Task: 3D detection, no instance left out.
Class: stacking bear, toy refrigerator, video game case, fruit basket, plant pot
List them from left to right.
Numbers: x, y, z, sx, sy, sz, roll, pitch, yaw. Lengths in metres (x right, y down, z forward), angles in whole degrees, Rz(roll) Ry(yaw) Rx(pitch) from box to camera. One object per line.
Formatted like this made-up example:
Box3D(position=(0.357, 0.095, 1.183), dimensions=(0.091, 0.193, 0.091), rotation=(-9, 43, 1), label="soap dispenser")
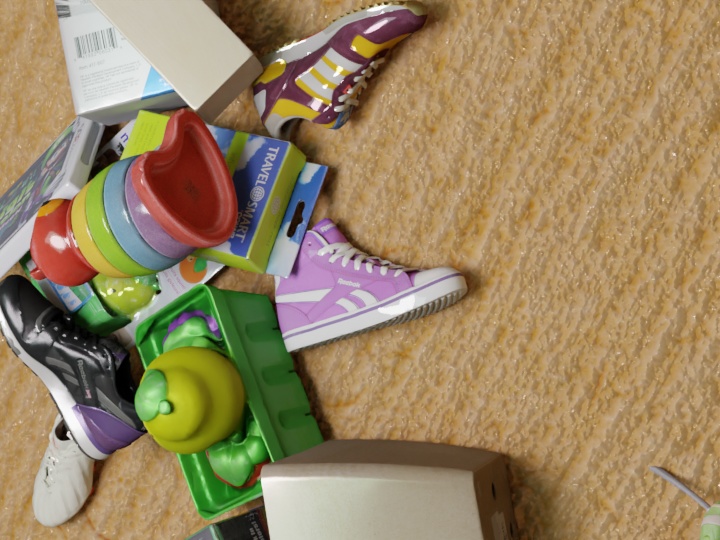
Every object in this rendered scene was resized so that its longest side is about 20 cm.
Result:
Box3D(position=(-0.334, -0.068, 1.472), dimensions=(0.023, 0.183, 0.200), rotation=(38, 116, -22), label="video game case")
Box3D(position=(-0.219, -0.045, 1.314), dimensions=(0.199, 0.122, 0.114), rotation=(-20, 115, 31), label="stacking bear")
Box3D(position=(-0.243, -0.029, 1.458), dimensions=(0.200, 0.094, 0.186), rotation=(-41, 74, 21), label="fruit basket")
Box3D(position=(-0.185, -0.234, 1.335), dimensions=(0.076, 0.070, 0.200), rotation=(-44, 82, 0), label="toy refrigerator")
Box3D(position=(-0.148, 0.123, 1.340), dimensions=(0.155, 0.214, 0.217), rotation=(-30, 78, 43), label="fruit basket")
Box3D(position=(0.042, 0.246, 1.269), dimensions=(0.175, 0.200, 0.202), rotation=(-10, 87, 16), label="plant pot")

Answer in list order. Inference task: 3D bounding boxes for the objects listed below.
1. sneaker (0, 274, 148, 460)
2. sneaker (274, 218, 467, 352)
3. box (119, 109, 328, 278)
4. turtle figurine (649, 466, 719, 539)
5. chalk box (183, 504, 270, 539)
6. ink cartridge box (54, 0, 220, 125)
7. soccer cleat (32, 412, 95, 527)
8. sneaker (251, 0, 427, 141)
Box3D(position=(-0.268, 0.078, 1.400), dimensions=(0.087, 0.076, 0.201), rotation=(-30, 100, 21), label="sneaker")
Box3D(position=(-0.001, 0.000, 1.339), dimensions=(0.199, 0.072, 0.116), rotation=(-16, 82, 28), label="sneaker")
Box3D(position=(-0.142, -0.073, 1.376), dimensions=(0.198, 0.048, 0.123), rotation=(14, 76, 25), label="box")
Box3D(position=(0.292, 0.266, 1.189), dimensions=(0.193, 0.200, 0.145), rotation=(29, 83, 4), label="turtle figurine")
Box3D(position=(-0.127, 0.304, 1.348), dimensions=(0.123, 0.199, 0.126), rotation=(-32, 77, 26), label="chalk box")
Box3D(position=(-0.217, -0.260, 1.419), dimensions=(0.144, 0.084, 0.202), rotation=(-12, 86, 12), label="ink cartridge box")
Box3D(position=(-0.301, 0.185, 1.507), dimensions=(0.069, 0.077, 0.201), rotation=(39, 110, 21), label="soccer cleat")
Box3D(position=(-0.013, -0.182, 1.340), dimensions=(0.199, 0.075, 0.091), rotation=(-19, 88, 35), label="sneaker")
